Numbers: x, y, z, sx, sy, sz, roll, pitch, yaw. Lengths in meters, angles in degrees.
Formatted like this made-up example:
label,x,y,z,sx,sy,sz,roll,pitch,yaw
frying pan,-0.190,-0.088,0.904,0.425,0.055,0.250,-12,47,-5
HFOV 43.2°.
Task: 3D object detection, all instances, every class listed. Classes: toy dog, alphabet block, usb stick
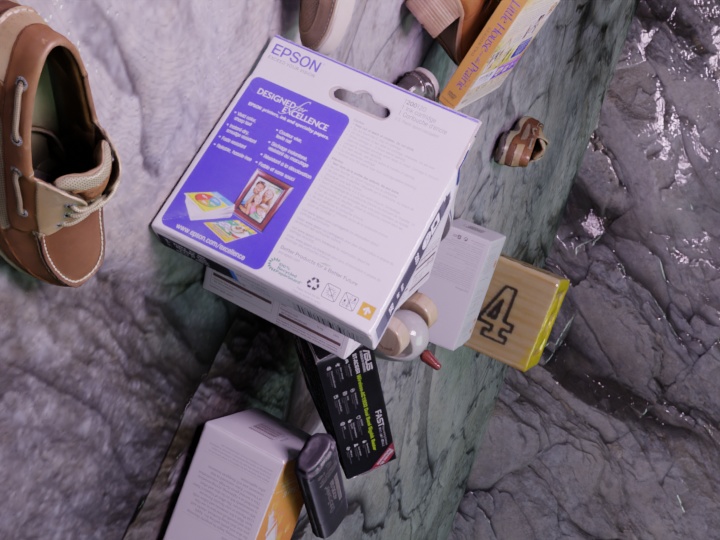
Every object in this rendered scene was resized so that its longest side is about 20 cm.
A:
label,x,y,z,sx,sy,sz,roll,pitch,yaw
toy dog,0.040,0.111,1.185,0.131,0.097,0.200,-36,177,-21
alphabet block,0.295,0.074,1.867,0.198,0.198,0.195,-70,163,8
usb stick,-0.040,0.231,0.965,0.056,0.032,0.201,-51,157,-25

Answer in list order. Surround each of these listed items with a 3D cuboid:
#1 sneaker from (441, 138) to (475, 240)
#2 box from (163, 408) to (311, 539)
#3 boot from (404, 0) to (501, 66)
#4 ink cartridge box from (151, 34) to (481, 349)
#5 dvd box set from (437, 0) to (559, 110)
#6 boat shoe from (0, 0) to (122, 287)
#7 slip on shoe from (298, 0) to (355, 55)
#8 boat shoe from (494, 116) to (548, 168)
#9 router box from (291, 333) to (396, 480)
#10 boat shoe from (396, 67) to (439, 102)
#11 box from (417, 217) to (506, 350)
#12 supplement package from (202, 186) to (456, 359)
label,x,y,z,sx,sy,sz,roll,pitch,yaw
sneaker,0.118,-0.143,1.273,0.115,0.080,0.201,-53,156,-33
box,-0.132,0.265,0.972,0.202,0.097,0.124,-69,163,6
boot,0.145,-0.323,1.062,0.155,0.077,0.200,-40,154,13
ink cartridge box,-0.031,-0.069,0.728,0.201,0.196,0.043,-61,167,-17
dvd box set,0.179,-0.284,1.064,0.146,0.029,0.201,-37,166,-50
boat shoe,-0.176,-0.058,0.512,0.076,0.073,0.201,-55,159,-33
slip on shoe,-0.033,-0.267,0.718,0.060,0.076,0.201,-6,136,-25
boat shoe,0.319,-0.238,1.742,0.200,0.073,0.076,-42,149,-54
router box,-0.027,0.101,0.969,0.061,0.150,0.201,-20,134,-10
boat shoe,0.060,-0.156,1.130,0.057,0.067,0.201,-34,142,-27
box,0.167,0.022,1.592,0.124,0.097,0.202,-16,126,-68
supplement package,-0.024,-0.034,0.855,0.200,0.154,0.112,-38,148,-58
